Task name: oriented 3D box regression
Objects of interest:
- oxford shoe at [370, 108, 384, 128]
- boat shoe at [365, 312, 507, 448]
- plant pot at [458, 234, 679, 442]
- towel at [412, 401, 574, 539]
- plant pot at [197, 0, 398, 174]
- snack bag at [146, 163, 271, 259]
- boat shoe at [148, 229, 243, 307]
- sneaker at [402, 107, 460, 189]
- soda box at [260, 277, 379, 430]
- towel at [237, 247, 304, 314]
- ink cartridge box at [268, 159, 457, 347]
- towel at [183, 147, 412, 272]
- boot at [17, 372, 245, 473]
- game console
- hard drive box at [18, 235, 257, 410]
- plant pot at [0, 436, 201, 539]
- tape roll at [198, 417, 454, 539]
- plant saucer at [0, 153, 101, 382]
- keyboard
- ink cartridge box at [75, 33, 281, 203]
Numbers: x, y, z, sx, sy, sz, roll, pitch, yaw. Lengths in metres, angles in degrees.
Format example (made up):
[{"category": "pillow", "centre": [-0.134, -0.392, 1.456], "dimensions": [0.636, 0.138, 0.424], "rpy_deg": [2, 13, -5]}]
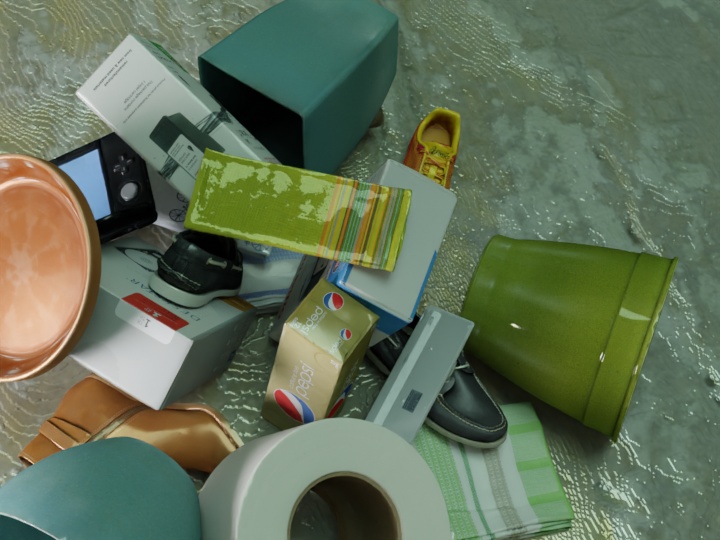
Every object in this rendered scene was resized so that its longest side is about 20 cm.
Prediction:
[{"category": "oxford shoe", "centre": [-0.061, -0.213, 1.539], "dimensions": [0.200, 0.075, 0.071], "rpy_deg": [32, 93, 22]}, {"category": "boat shoe", "centre": [0.077, 0.102, 1.342], "dimensions": [0.073, 0.063, 0.200], "rpy_deg": [-27, 59, -39]}, {"category": "plant pot", "centre": [0.209, 0.052, 1.363], "dimensions": [0.192, 0.201, 0.201], "rpy_deg": [19, 54, 14]}, {"category": "towel", "centre": [0.106, 0.206, 1.317], "dimensions": [0.199, 0.031, 0.150], "rpy_deg": [-7, 60, -18]}, {"category": "plant pot", "centre": [-0.053, -0.208, 1.408], "dimensions": [0.141, 0.142, 0.200], "rpy_deg": [31, 59, 20]}, {"category": "snack bag", "centre": [-0.165, -0.116, 1.438], "dimensions": [0.188, 0.021, 0.201], "rpy_deg": [18, 52, -3]}, {"category": "boat shoe", "centre": [-0.147, -0.012, 1.282], "dimensions": [0.075, 0.060, 0.200], "rpy_deg": [29, 12, -1]}, {"category": "sneaker", "centre": [0.071, -0.103, 1.483], "dimensions": [0.073, 0.077, 0.201], "rpy_deg": [14, 57, -7]}, {"category": "soda box", "centre": [-0.042, 0.094, 1.249], "dimensions": [0.068, 0.200, 0.064], "rpy_deg": [34, 59, 9]}, {"category": "towel", "centre": [-0.112, -0.042, 1.429], "dimensions": [0.146, 0.024, 0.201], "rpy_deg": [-6, 59, -19]}, {"category": "ink cartridge box", "centre": [0.000, 0.000, 1.302], "dimensions": [0.086, 0.200, 0.147], "rpy_deg": [29, 63, -14]}, {"category": "towel", "centre": [-0.056, -0.057, 1.197], "dimensions": [0.199, 0.018, 0.086], "rpy_deg": [12, 63, 2]}, {"category": "boot", "centre": [-0.207, 0.180, 1.230], "dimensions": [0.200, 0.077, 0.155], "rpy_deg": [40, 60, 8]}, {"category": "game console", "centre": [-0.315, -0.061, 1.285], "dimensions": [0.199, 0.116, 0.176], "rpy_deg": [-22, 60, 8]}, {"category": "hard drive box", "centre": [-0.206, 0.045, 1.247], "dimensions": [0.156, 0.077, 0.200], "rpy_deg": [30, 13, 6]}, {"category": "plant pot", "centre": [-0.215, 0.223, 1.123], "dimensions": [0.200, 0.200, 0.135], "rpy_deg": [31, 55, 7]}, {"category": "tape roll", "centre": [-0.038, 0.238, 1.157], "dimensions": [0.202, 0.139, 0.204], "rpy_deg": [6, 75, -24]}, {"category": "plant saucer", "centre": [-0.306, -0.002, 1.153], "dimensions": [0.201, 0.200, 0.032], "rpy_deg": [53, 21, 20]}, {"category": "keyboard", "centre": [0.046, 0.128, 1.305], "dimensions": [0.056, 0.011, 0.200], "rpy_deg": [23, 75, 23]}, {"category": "ink cartridge box", "centre": [-0.169, -0.133, 1.297], "dimensions": [0.200, 0.147, 0.083], "rpy_deg": [44, 95, -2]}]
